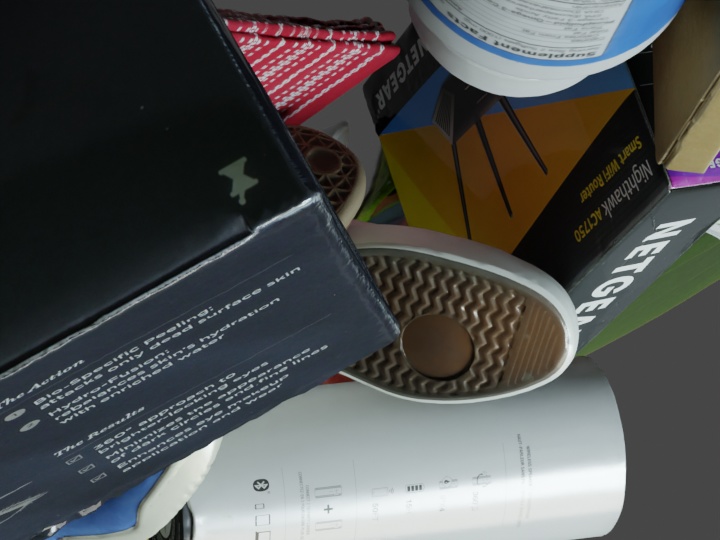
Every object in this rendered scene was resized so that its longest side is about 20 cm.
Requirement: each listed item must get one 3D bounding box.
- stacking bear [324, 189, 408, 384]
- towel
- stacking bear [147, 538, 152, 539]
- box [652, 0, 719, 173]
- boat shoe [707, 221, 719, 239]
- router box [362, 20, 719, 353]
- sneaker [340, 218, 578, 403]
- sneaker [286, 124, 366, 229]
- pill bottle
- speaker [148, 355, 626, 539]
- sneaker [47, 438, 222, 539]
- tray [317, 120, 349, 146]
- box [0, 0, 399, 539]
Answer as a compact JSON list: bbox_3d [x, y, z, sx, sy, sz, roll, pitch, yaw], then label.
[{"bbox_3d":[0.038,0.008,1.433,0.121,0.114,0.200,-32,-173,6],"label":"stacking bear"},{"bbox_3d":[-0.080,-0.056,1.124,0.145,0.023,0.200,-35,168,21],"label":"towel"},{"bbox_3d":[-0.093,0.110,1.338,0.121,0.200,0.114,-33,169,1],"label":"stacking bear"},{"bbox_3d":[0.131,-0.143,1.020,0.021,0.164,0.200,3,163,-6],"label":"box"},{"bbox_3d":[0.167,-0.057,1.440,0.067,0.200,0.074,-28,-138,65],"label":"boat shoe"},{"bbox_3d":[0.077,-0.058,1.207,0.051,0.149,0.200,-9,159,-26],"label":"router box"},{"bbox_3d":[0.000,0.000,1.210,0.199,0.073,0.085,7,-151,21],"label":"sneaker"},{"bbox_3d":[-0.077,0.022,1.139,0.200,0.070,0.076,-41,158,-26],"label":"sneaker"},{"bbox_3d":[0.067,-0.129,0.981,0.112,0.112,0.200,-30,170,-13],"label":"pill bottle"},{"bbox_3d":[0.011,0.086,1.275,0.199,0.081,0.081,-6,161,-17],"label":"speaker"},{"bbox_3d":[-0.148,0.068,1.213,0.111,0.077,0.200,27,147,-31],"label":"sneaker"},{"bbox_3d":[-0.046,-0.005,1.379,0.107,0.022,0.200,-54,174,-13],"label":"tray"},{"bbox_3d":[-0.108,0.001,0.973,0.196,0.118,0.200,-29,165,0],"label":"box"}]
